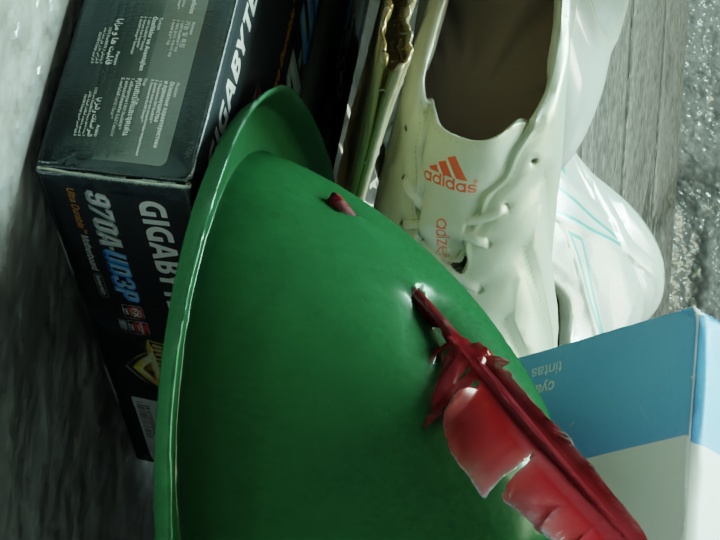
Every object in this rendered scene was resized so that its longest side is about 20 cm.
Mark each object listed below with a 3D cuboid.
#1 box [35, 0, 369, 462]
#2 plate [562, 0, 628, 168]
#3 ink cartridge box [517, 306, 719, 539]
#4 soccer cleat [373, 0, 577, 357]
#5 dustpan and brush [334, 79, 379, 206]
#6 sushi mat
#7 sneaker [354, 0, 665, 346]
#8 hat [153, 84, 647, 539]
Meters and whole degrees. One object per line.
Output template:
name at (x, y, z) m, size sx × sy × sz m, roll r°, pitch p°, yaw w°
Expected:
box at (-0.040, -0.064, 0.841) m, size 0.159 × 0.046 × 0.201 m, roll 80°, pitch 19°, yaw -56°
plate at (0.068, -0.169, 0.993) m, size 0.200 × 0.032 × 0.201 m, roll -74°, pitch 151°, yaw -47°
ink cartridge box at (0.081, 0.136, 0.800) m, size 0.128 × 0.125 × 0.201 m, roll 29°, pitch 58°, yaw -38°
soccer cleat at (0.033, -0.017, 0.884) m, size 0.078 × 0.069 × 0.201 m, roll -9°, pitch 105°, yaw -87°
dustpan and brush at (0.000, 0.000, 1.007) m, size 0.139 × 0.057 × 0.201 m, roll -33°, pitch 105°, yaw -46°
sushi mat at (0.005, -0.054, 0.867) m, size 0.200 × 0.012 × 0.096 m, roll 105°, pitch -3°, yaw -63°
sneaker at (0.048, -0.038, 1.081) m, size 0.201 × 0.070 × 0.080 m, roll 53°, pitch 40°, yaw -17°
hat at (0.049, 0.048, 0.744) m, size 0.166 × 0.175 × 0.201 m, roll 73°, pitch 24°, yaw -52°
